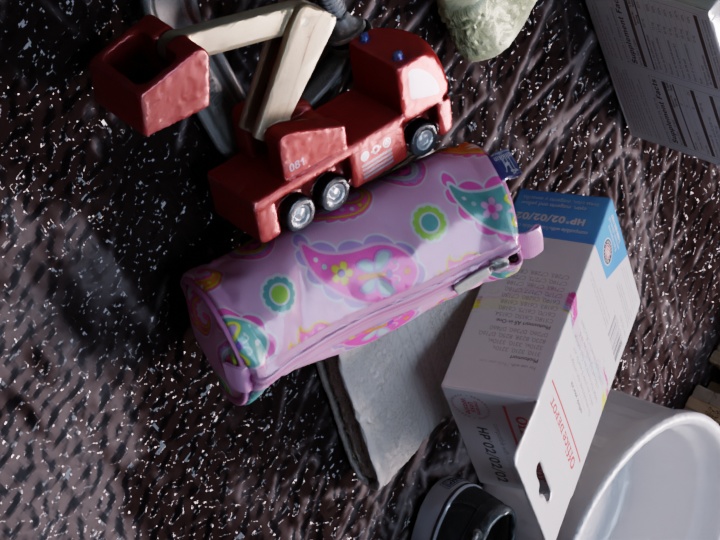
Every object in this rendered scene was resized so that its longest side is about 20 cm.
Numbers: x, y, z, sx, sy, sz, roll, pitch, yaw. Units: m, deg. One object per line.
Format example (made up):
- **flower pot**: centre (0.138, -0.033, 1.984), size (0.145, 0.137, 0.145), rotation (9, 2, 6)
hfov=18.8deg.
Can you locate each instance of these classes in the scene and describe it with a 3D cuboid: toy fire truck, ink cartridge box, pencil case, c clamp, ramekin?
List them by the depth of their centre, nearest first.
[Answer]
- **toy fire truck**: centre (-0.040, -0.095, 1.163), size (0.200, 0.049, 0.141), rotation (-32, 134, -26)
- **c clamp**: centre (-0.043, -0.158, 1.177), size (0.171, 0.027, 0.200), rotation (-45, 137, -24)
- **pencil case**: centre (0.000, 0.000, 1.221), size (0.199, 0.087, 0.088), rotation (-24, 128, -17)
- **ink cartridge box**: centre (0.111, 0.062, 1.381), size (0.115, 0.068, 0.200), rotation (66, 39, -49)
- **ramekin**: centre (0.167, 0.178, 1.532), size (0.200, 0.098, 0.201), rotation (-26, 127, -40)

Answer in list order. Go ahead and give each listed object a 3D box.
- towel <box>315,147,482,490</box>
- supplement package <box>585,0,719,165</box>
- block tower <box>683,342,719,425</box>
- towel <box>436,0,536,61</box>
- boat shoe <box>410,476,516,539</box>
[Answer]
- **towel**: centre (0.027, 0.028, 1.347), size (0.132, 0.034, 0.200), rotation (-42, 136, -26)
- **supplement package**: centre (0.259, -0.193, 1.441), size (0.200, 0.111, 0.156), rotation (-48, 137, -21)
- **block tower**: centre (0.293, 0.097, 1.672), size (0.058, 0.054, 0.200), rotation (38, 79, -51)
- **towel**: centre (0.098, -0.237, 1.294), size (0.200, 0.036, 0.148), rotation (-53, 139, -16)
- **boat shoe**: centre (0.066, 0.241, 1.470), size (0.073, 0.068, 0.200), rotation (0, 109, -49)
